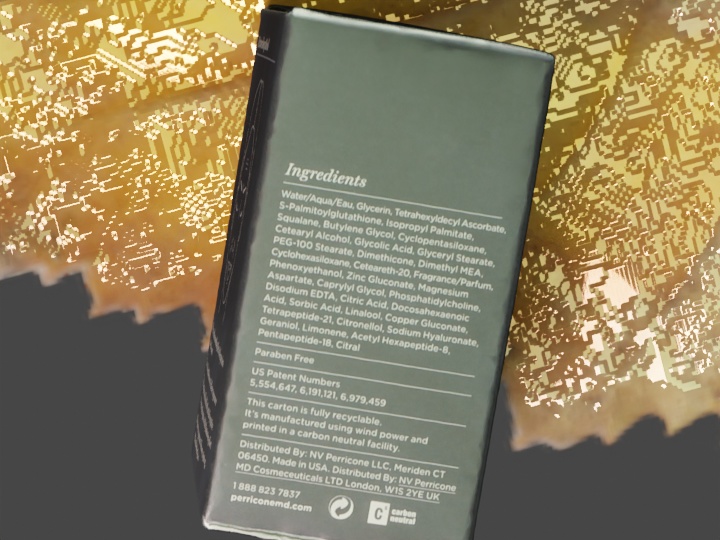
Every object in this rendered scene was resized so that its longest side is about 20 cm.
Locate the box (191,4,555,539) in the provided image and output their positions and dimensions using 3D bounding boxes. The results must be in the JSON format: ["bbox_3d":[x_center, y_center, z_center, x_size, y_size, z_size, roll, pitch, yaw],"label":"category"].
[{"bbox_3d":[0.000,0.000,1.038,0.107,0.148,0.201,9,96,-6],"label":"box"}]
